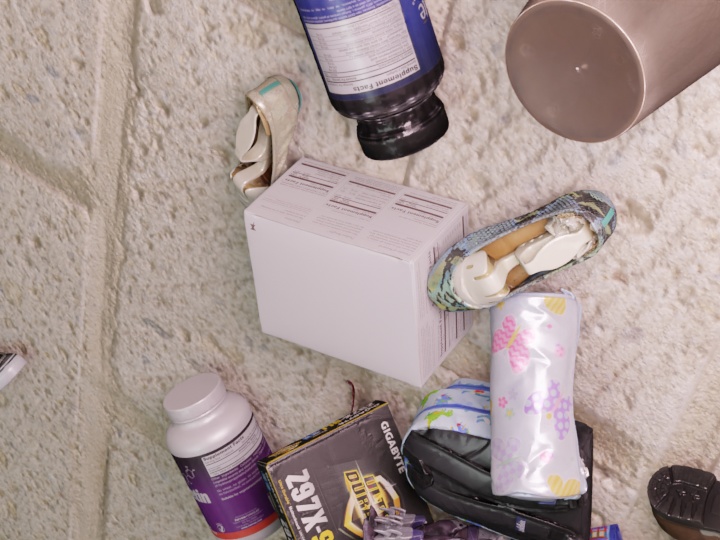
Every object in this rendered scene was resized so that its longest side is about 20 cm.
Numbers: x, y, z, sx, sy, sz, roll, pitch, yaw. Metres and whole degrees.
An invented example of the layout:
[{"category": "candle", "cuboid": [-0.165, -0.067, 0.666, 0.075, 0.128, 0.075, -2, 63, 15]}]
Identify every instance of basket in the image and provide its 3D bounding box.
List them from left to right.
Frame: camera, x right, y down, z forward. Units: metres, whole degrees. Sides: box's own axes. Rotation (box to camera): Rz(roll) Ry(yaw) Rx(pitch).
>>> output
[{"category": "basket", "cuboid": [0.202, -0.191, 1.119, 0.135, 0.200, 0.182, -9, 118, 43]}]

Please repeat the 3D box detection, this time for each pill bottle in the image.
[{"category": "pill bottle", "cuboid": [-0.165, 0.229, 1.831, 0.111, 0.112, 0.202, -4, 120, 41]}, {"category": "pill bottle", "cuboid": [0.010, -0.206, 1.333, 0.111, 0.112, 0.202, 2, 124, 38]}]

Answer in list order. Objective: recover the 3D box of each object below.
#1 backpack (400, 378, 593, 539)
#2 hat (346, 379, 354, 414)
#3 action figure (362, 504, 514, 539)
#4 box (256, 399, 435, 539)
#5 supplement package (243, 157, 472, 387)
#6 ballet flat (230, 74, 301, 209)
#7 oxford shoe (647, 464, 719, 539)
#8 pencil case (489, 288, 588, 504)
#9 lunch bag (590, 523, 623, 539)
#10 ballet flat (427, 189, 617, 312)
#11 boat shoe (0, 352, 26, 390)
[{"category": "backpack", "cuboid": [0.141, 0.195, 1.544, 0.197, 0.155, 0.165, 3, 132, 12]}, {"category": "hat", "cuboid": [-0.027, 0.247, 1.787, 0.198, 0.165, 0.179, -19, 69, 37]}, {"category": "action figure", "cuboid": [0.104, 0.283, 1.592, 0.197, 0.130, 0.070, 0, 112, 7]}, {"category": "box", "cuboid": [-0.006, 0.269, 1.667, 0.202, 0.158, 0.049, 69, 163, -7]}, {"category": "supplement package", "cuboid": [0.000, 0.000, 1.510, 0.198, 0.111, 0.157, 18, 132, 29]}, {"category": "ballet flat", "cuboid": [-0.107, -0.115, 1.540, 0.067, 0.062, 0.202, 40, 140, 28]}, {"category": "oxford shoe", "cuboid": [0.375, 0.252, 1.447, 0.198, 0.073, 0.085, 22, 151, 28]}, {"category": "pencil case", "cuboid": [0.166, 0.119, 1.417, 0.090, 0.083, 0.203, -6, 81, 29]}, {"category": "lunch bag", "cuboid": [0.237, 0.382, 1.635, 0.149, 0.095, 0.201, -13, 127, 23]}, {"category": "ballet flat", "cuboid": [0.140, -0.011, 1.364, 0.199, 0.074, 0.075, -32, 102, 24]}, {"category": "boat shoe", "cuboid": [-0.536, 0.141, 2.097, 0.199, 0.072, 0.071, -21, 113, 49]}]
